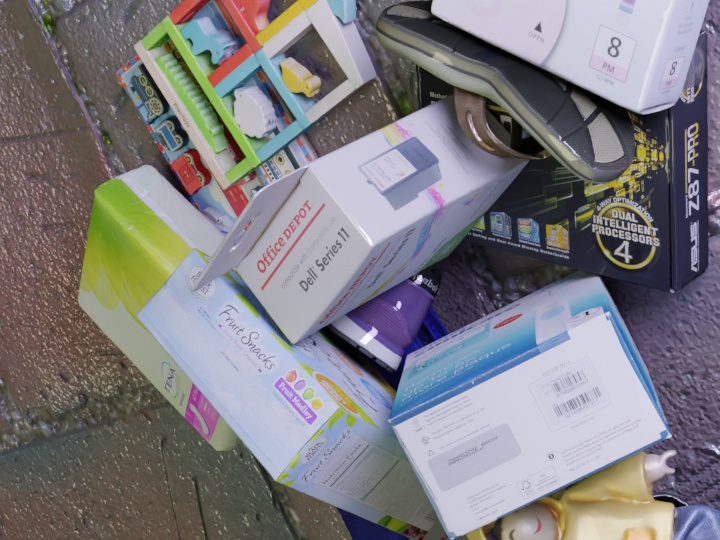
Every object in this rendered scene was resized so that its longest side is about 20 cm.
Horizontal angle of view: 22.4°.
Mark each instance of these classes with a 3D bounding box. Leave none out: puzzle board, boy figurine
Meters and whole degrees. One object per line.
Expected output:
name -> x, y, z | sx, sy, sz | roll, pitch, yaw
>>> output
puzzle board -> -0.102, -0.096, 1.403 | 0.150, 0.017, 0.201 | -29, 92, 49
boy figurine -> 0.164, 0.167, 1.121 | 0.198, 0.125, 0.064 | 13, 170, 12

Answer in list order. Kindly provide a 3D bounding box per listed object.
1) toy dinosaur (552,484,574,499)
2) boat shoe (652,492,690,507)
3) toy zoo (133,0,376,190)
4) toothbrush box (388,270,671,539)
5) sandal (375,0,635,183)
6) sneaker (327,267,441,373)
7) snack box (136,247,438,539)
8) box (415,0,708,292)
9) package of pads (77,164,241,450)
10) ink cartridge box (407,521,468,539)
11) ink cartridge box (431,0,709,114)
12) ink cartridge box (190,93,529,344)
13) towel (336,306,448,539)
toy dinosaur -> 0.146, 0.158, 1.217 | 0.058, 0.200, 0.102 | 23, 120, -3
boat shoe -> 0.152, 0.224, 1.165 | 0.073, 0.202, 0.063 | 32, 147, 14
toy zoo -> -0.070, -0.159, 1.316 | 0.200, 0.020, 0.132 | -34, 88, 41
toothbrush box -> 0.104, 0.076, 1.136 | 0.146, 0.200, 0.086 | -27, 95, 9
sandal -> 0.087, -0.103, 1.103 | 0.201, 0.079, 0.058 | 37, 126, 37
sneaker -> 0.000, 0.000, 1.304 | 0.076, 0.088, 0.200 | 36, -179, -32
snack box -> -0.033, 0.086, 1.214 | 0.068, 0.200, 0.169 | -49, 57, 7
box -> 0.127, -0.085, 1.163 | 0.199, 0.049, 0.162 | 16, 120, 38
package of pads -> -0.140, 0.033, 1.466 | 0.200, 0.068, 0.155 | 44, 144, 18
ink cartridge box -> 0.130, 0.242, 1.279 | 0.199, 0.145, 0.084 | 23, 135, 34
ink cartridge box -> 0.134, -0.213, 1.045 | 0.162, 0.057, 0.201 | 31, 124, 33
ink cartridge box -> 0.001, -0.028, 1.132 | 0.067, 0.199, 0.117 | 51, 137, 12
towel -> 0.030, 0.121, 1.367 | 0.148, 0.049, 0.201 | 62, 145, 33
